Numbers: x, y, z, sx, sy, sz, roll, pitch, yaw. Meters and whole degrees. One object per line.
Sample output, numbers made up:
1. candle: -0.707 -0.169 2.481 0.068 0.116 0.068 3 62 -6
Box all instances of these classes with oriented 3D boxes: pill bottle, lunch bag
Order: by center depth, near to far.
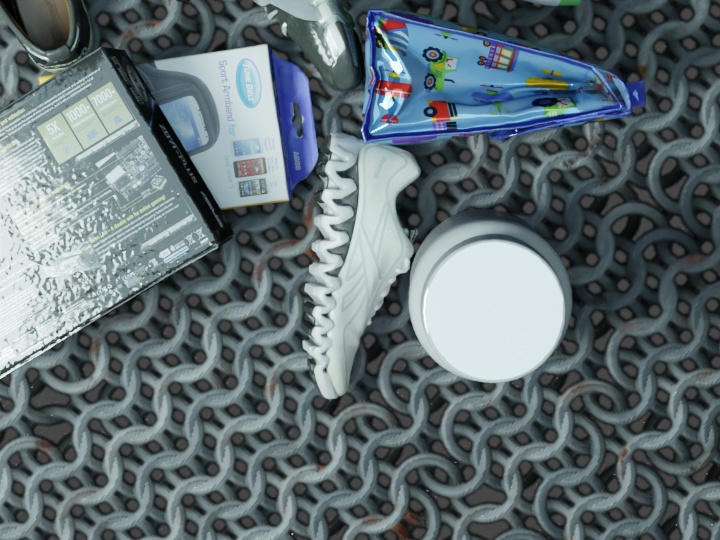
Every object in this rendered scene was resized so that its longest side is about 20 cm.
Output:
1. pill bottle: 0.090 0.017 1.178 0.113 0.200 0.114 0 95 2
2. lunch bag: 0.103 -0.134 1.189 0.199 0.151 0.094 2 96 2

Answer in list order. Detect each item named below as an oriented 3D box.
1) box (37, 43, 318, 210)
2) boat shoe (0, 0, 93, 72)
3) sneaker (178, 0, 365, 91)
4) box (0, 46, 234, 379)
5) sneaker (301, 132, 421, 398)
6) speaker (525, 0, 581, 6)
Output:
1. box: -0.135 -0.101 1.256 0.199 0.041 0.119 -8 95 5
2. boat shoe: -0.259 -0.244 1.235 0.072 0.068 0.200 -25 92 6
3. sneaker: -0.078 -0.205 1.226 0.115 0.075 0.200 -24 77 8
4. box: -0.219 -0.040 1.203 0.200 0.086 0.164 -31 94 6
5. sneaker: 0.000 0.000 1.248 0.081 0.075 0.201 6 98 -10
6. speaker: 0.072 -0.253 1.213 0.199 0.088 0.089 14 96 1
